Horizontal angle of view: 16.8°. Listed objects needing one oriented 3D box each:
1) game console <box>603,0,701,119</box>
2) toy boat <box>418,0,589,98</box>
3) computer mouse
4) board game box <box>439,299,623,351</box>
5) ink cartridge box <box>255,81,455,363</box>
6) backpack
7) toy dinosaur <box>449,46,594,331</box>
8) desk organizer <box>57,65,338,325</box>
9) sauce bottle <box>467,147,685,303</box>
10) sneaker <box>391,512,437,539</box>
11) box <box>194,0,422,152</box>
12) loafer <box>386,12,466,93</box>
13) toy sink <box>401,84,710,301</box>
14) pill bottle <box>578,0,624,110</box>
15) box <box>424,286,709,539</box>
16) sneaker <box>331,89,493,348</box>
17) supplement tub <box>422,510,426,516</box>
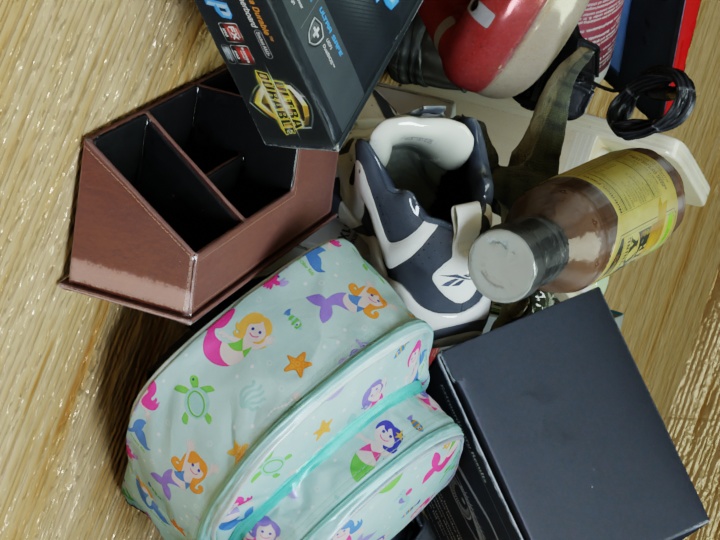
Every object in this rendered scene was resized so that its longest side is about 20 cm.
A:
[{"bbox_3d":[0.179,-0.225,1.758,0.031,0.200,0.177,-9,128,-28],"label":"game console"},{"bbox_3d":[0.057,-0.196,1.457,0.131,0.130,0.200,-57,-149,26],"label":"toy boat"},{"bbox_3d":[0.143,-0.108,1.426,0.200,0.034,0.059,29,-81,62],"label":"computer mouse"},{"bbox_3d":[0.103,0.051,1.825,0.200,0.147,0.065,-11,115,-73],"label":"board game box"},{"bbox_3d":[0.000,0.000,1.522,0.200,0.083,0.146,87,25,-49],"label":"ink cartridge box"},{"bbox_3d":[-0.036,0.083,1.293,0.177,0.151,0.200,-37,159,-19],"label":"backpack"},{"bbox_3d":[0.084,-0.052,1.443,0.047,0.088,0.201,-44,147,-55],"label":"toy dinosaur"},{"bbox_3d":[-0.074,-0.045,1.243,0.200,0.071,0.077,-39,141,-64],"label":"desk organizer"},{"bbox_3d":[0.118,-0.022,1.349,0.200,0.065,0.065,-24,130,-58],"label":"sauce bottle"},{"bbox_3d":[-0.002,0.157,1.490,0.200,0.079,0.079,45,71,-23],"label":"sneaker"},{"bbox_3d":[-0.030,-0.183,1.186,0.159,0.046,0.200,-62,143,-34],"label":"box"},{"bbox_3d":[0.081,-0.210,1.605,0.073,0.072,0.201,35,72,-73],"label":"loafer"},{"bbox_3d":[0.120,-0.044,1.659,0.130,0.199,0.112,39,69,-68],"label":"toy sink"},{"bbox_3d":[0.131,-0.189,1.722,0.110,0.109,0.201,-56,161,-47],"label":"pill bottle"},{"bbox_3d":[0.102,0.115,1.402,0.104,0.148,0.200,-22,170,-14],"label":"box"},{"bbox_3d":[0.022,-0.068,1.358,0.130,0.079,0.200,102,-25,-49],"label":"sneaker"},{"bbox_3d":[0.039,0.183,1.639,0.145,0.199,0.145,18,90,-75],"label":"supplement tub"}]
